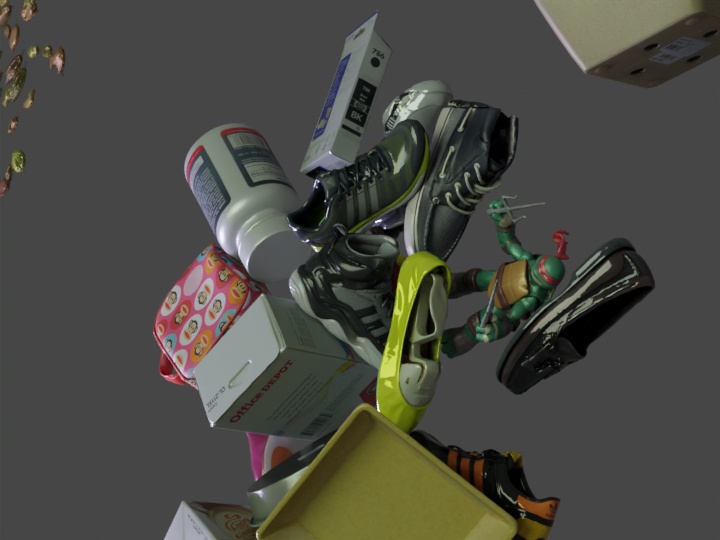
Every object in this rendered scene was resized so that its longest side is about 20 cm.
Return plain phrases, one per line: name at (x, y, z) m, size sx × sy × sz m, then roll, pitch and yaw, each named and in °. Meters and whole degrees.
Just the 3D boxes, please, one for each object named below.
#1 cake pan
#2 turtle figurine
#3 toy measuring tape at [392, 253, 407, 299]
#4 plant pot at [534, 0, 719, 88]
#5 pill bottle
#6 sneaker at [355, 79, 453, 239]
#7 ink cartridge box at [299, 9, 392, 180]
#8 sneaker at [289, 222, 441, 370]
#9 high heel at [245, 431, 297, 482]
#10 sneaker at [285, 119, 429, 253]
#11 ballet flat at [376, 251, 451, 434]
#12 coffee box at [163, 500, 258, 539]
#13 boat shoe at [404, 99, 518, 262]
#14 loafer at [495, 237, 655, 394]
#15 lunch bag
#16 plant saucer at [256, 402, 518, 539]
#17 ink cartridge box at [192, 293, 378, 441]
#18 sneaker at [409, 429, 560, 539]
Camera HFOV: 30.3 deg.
cake pan at (-0.044, 0.217, 1.474) m, size 0.199 × 0.200 × 0.037 m, roll -30°, pitch 91°, yaw 37°
turtle figurine at (0.150, 0.016, 1.396) m, size 0.200 × 0.100 × 0.151 m, roll -35°, pitch 39°, yaw 53°
toy measuring tape at (0.000, 0.000, 1.551) m, size 0.199 × 0.073 × 0.074 m, roll 26°, pitch 98°, yaw 24°
plant pot at (0.279, -0.290, 1.295) m, size 0.199 × 0.199 × 0.179 m, roll -24°, pitch 73°, yaw 39°
pill bottle at (-0.141, -0.084, 1.710) m, size 0.120 × 0.119 × 0.201 m, roll -50°, pitch 48°, yaw 23°
sneaker at (0.057, -0.119, 1.552) m, size 0.200 × 0.075 × 0.116 m, roll -50°, pitch 49°, yaw 31°
ink cartridge box at (-0.012, -0.212, 1.631) m, size 0.099 × 0.039 × 0.202 m, roll -22°, pitch 47°, yaw 64°
sneaker at (0.025, 0.034, 1.463) m, size 0.114 × 0.199 × 0.076 m, roll -53°, pitch 3°, yaw 27°
high heel at (-0.133, 0.210, 1.648) m, size 0.095 × 0.067 × 0.202 m, roll -22°, pitch 58°, yaw 29°
sneaker at (-0.002, -0.093, 1.489) m, size 0.200 × 0.081 × 0.074 m, roll -47°, pitch 54°, yaw 19°
ballet flat at (0.061, 0.080, 1.406) m, size 0.067 × 0.066 × 0.203 m, roll 4°, pitch 85°, yaw 54°
coffee box at (-0.112, 0.328, 1.503) m, size 0.114 × 0.199 × 0.080 m, roll 39°, pitch 108°, yaw 45°
boat shoe at (0.114, -0.094, 1.480) m, size 0.092 × 0.074 × 0.202 m, roll 8°, pitch 83°, yaw 54°
loafer at (0.215, 0.058, 1.340) m, size 0.200 × 0.072 × 0.063 m, roll -51°, pitch 52°, yaw 19°
lunch bag at (-0.196, 0.073, 1.713) m, size 0.177 × 0.082 × 0.200 m, roll -53°, pitch 32°, yaw 6°
plant saucer at (0.028, 0.253, 1.338) m, size 0.199 × 0.048 × 0.201 m, roll 38°, pitch 110°, yaw -1°
ink cartridge box at (-0.068, 0.115, 1.518) m, size 0.146 × 0.199 × 0.083 m, roll -46°, pitch 51°, yaw 27°
sneaker at (0.129, 0.214, 1.388) m, size 0.200 × 0.070 × 0.091 m, roll 42°, pitch 103°, yaw 39°
